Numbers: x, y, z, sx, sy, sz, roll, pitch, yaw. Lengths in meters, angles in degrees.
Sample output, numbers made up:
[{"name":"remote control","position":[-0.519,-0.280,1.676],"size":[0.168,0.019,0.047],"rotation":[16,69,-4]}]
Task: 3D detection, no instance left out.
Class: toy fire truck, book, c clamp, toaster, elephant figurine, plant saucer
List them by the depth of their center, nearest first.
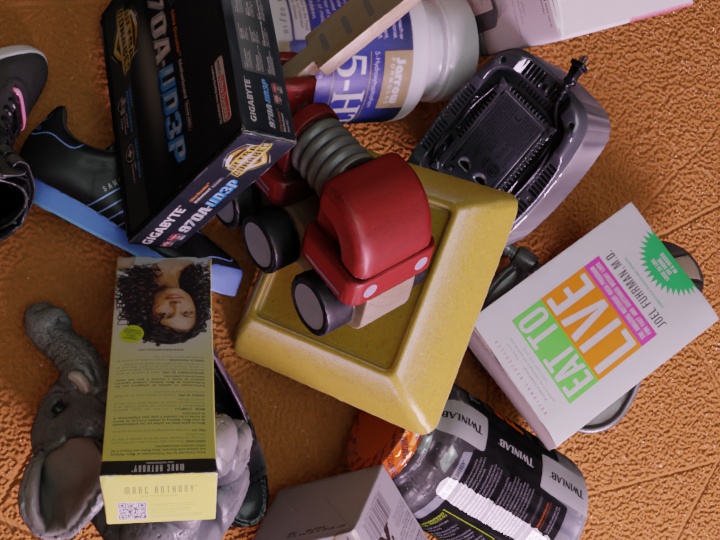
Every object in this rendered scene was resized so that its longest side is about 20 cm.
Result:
[{"name":"toy fire truck","position":[-0.009,-0.088,0.679],"size":[0.127,0.202,0.176],"rotation":[-26,60,-30]},{"name":"elephant figurine","position":[-0.189,0.143,0.735],"size":[0.197,0.143,0.156],"rotation":[16,46,13]},{"name":"plant saucer","position":[0.000,0.000,0.785],"size":[0.048,0.197,0.203],"rotation":[33,78,-63]},{"name":"toaster","position":[0.132,-0.104,0.840],"size":[0.114,0.129,0.201],"rotation":[45,114,16]},{"name":"book","position":[0.207,0.048,0.888],"size":[0.199,0.048,0.134],"rotation":[-34,80,-16]},{"name":"c clamp","position":[0.191,0.045,0.924],"size":[0.199,0.027,0.172],"rotation":[40,84,5]}]

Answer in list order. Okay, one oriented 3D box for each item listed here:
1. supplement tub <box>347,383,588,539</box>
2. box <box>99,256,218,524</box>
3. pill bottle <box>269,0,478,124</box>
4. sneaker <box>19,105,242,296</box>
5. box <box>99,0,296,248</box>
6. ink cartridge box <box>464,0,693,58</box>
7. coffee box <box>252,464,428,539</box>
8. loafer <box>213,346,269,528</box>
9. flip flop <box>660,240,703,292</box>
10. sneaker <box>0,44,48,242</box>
[{"name":"supplement tub","position":[0.093,0.178,0.864],"size":[0.199,0.122,0.124],"rotation":[34,78,-22]},{"name":"box","position":[-0.136,0.073,0.676],"size":[0.074,0.202,0.051],"rotation":[0,133,-11]},{"name":"pill bottle","position":[-0.008,-0.182,0.814],"size":[0.197,0.119,0.122],"rotation":[-8,94,-23]},{"name":"sneaker","position":[-0.170,-0.051,0.771],"size":[0.198,0.070,0.079],"rotation":[29,84,-22]},{"name":"box","position":[-0.123,-0.140,0.704],"size":[0.045,0.158,0.203],"rotation":[8,61,-41]},{"name":"ink cartridge box","position":[0.161,-0.239,0.845],"size":[0.144,0.199,0.086],"rotation":[-18,104,-22]},{"name":"coffee box","position":[0.010,0.272,0.815],"size":[0.202,0.112,0.080],"rotation":[60,32,-18]},{"name":"loafer","position":[-0.124,0.123,0.798],"size":[0.071,0.063,0.203],"rotation":[-24,100,-21]},{"name":"flip flop","position":[0.244,0.039,0.968],"size":[0.198,0.058,0.082],"rotation":[-33,84,-4]},{"name":"sneaker","position":[-0.254,-0.083,0.689],"size":[0.098,0.071,0.201],"rotation":[19,47,12]}]
